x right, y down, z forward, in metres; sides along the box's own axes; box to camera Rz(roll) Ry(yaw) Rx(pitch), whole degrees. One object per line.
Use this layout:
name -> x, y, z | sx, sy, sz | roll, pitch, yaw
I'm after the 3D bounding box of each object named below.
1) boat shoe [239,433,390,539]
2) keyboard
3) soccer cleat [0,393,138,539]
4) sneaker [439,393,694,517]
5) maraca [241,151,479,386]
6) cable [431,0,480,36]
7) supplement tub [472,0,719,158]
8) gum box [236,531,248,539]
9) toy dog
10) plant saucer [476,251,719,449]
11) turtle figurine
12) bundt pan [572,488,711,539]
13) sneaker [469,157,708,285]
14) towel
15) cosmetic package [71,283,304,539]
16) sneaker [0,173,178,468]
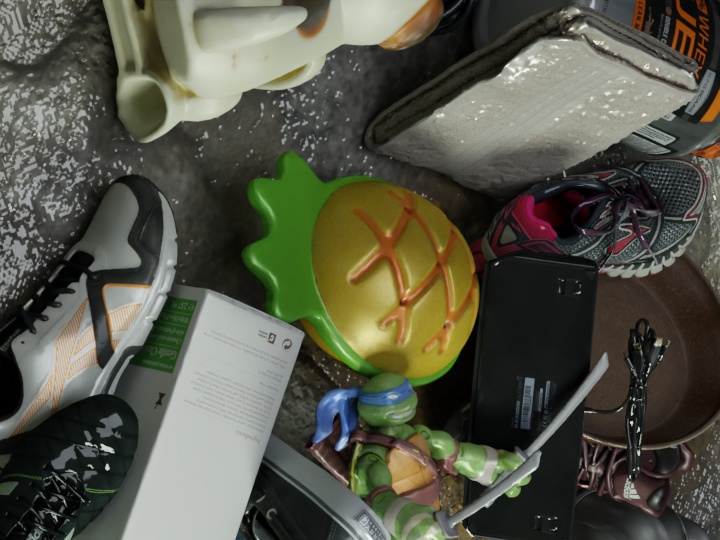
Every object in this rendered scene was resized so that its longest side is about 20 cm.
boat shoe -> -0.049, 0.145, 1.543 | 0.057, 0.200, 0.069 | -44, 114, -11
keyboard -> 0.135, 0.089, 1.647 | 0.021, 0.126, 0.202 | -51, 148, -70
soccer cleat -> -0.199, 0.157, 1.460 | 0.200, 0.081, 0.067 | -46, 112, 5
sneaker -> 0.153, 0.127, 1.730 | 0.199, 0.116, 0.076 | -11, 133, -35
maraca -> 0.000, 0.000, 1.614 | 0.199, 0.107, 0.138 | 24, 57, -39
cable -> 0.026, -0.248, 1.647 | 0.162, 0.051, 0.202 | -24, 109, -32
supplement tub -> 0.185, -0.153, 1.730 | 0.199, 0.122, 0.124 | 19, 83, -37
gum box -> -0.024, 0.283, 1.616 | 0.170, 0.044, 0.201 | 34, 51, -37
toy dog -> -0.046, -0.179, 1.520 | 0.199, 0.194, 0.141 | -20, 94, -27
plant saucer -> 0.165, 0.044, 1.738 | 0.199, 0.037, 0.202 | 13, 53, -17
turtle figurine -> 0.065, 0.165, 1.591 | 0.198, 0.144, 0.196 | -1, 112, -1
bundt pan -> 0.197, 0.260, 1.812 | 0.201, 0.076, 0.204 | -5, 98, -37
sneaker -> 0.170, -0.035, 1.725 | 0.199, 0.075, 0.081 | -22, 68, -36
towel -> 0.114, -0.106, 1.645 | 0.132, 0.199, 0.035 | 20, 55, -36
cosmetic package -> -0.121, 0.115, 1.540 | 0.084, 0.107, 0.201 | 25, 78, -35
sneaker -> -0.174, 0.032, 1.513 | 0.080, 0.073, 0.201 | 26, 79, -33
